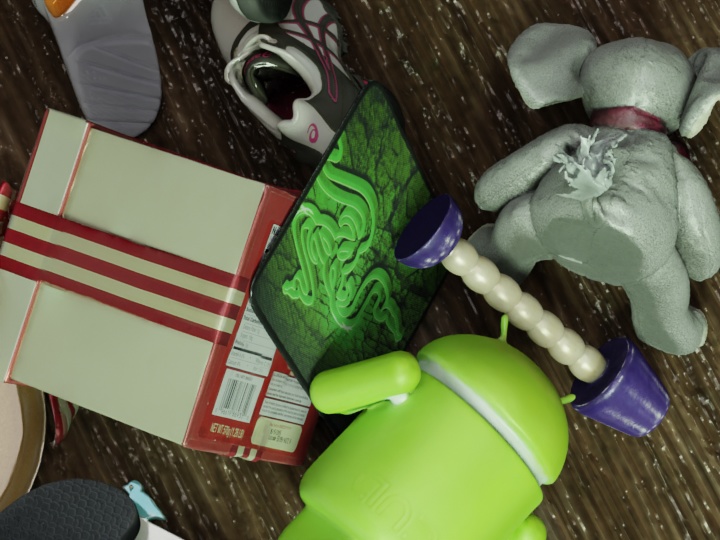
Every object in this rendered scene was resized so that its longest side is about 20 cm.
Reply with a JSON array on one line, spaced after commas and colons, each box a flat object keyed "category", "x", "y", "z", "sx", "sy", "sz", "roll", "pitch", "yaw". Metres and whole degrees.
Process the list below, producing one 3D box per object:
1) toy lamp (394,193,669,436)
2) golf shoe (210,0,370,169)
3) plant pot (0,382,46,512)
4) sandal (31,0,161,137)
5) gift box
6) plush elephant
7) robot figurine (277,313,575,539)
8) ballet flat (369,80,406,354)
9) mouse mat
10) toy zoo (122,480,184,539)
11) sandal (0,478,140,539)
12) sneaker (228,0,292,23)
[{"category": "toy lamp", "x": 0.111, "y": 0.032, "z": 1.573, "sx": 0.200, "sy": 0.058, "sz": 0.058, "roll": 40, "pitch": 81, "yaw": -20}, {"category": "golf shoe", "x": -0.049, "y": -0.133, "z": 1.597, "sx": 0.077, "sy": 0.088, "sz": 0.200, "roll": -51, "pitch": 47, "yaw": 13}, {"category": "plant pot", "x": -0.297, "y": 0.100, "z": 1.623, "sx": 0.198, "sy": 0.027, "sz": 0.202, "roll": 0, "pitch": 78, "yaw": 1}, {"category": "sandal", "x": -0.182, "y": -0.183, "z": 1.632, "sx": 0.079, "sy": 0.059, "sz": 0.208, "roll": -22, "pitch": 117, "yaw": -26}, {"category": "gift box", "x": -0.128, "y": 0.022, "z": 1.529, "sx": 0.186, "sy": 0.184, "sz": 0.201, "roll": 20, "pitch": 86, "yaw": 27}, {"category": "plush elephant", "x": 0.161, "y": -0.074, "z": 1.581, "sx": 0.164, "sy": 0.201, "sz": 0.156, "roll": 18, "pitch": 61, "yaw": 13}, {"category": "robot figurine", "x": 0.044, "y": 0.123, "z": 1.529, "sx": 0.200, "sy": 0.115, "sz": 0.176, "roll": -46, "pitch": 121, "yaw": -11}, {"category": "ballet flat", "x": -0.004, "y": -0.026, "z": 1.615, "sx": 0.067, "sy": 0.068, "sz": 0.202, "roll": -1, "pitch": 79, "yaw": 0}, {"category": "mouse mat", "x": 0.000, "y": 0.000, "z": 1.540, "sx": 0.007, "sy": 0.200, "sz": 0.162, "roll": 17, "pitch": 67, "yaw": 29}, {"category": "toy zoo", "x": -0.168, "y": 0.229, "z": 1.594, "sx": 0.130, "sy": 0.020, "sz": 0.202, "roll": 14, "pitch": 79, "yaw": 5}, {"category": "sandal", "x": -0.221, "y": 0.202, "z": 1.569, "sx": 0.200, "sy": 0.043, "sz": 0.076, "roll": -39, "pitch": 56, "yaw": -7}, {"category": "sneaker", "x": -0.094, "y": -0.203, "z": 1.603, "sx": 0.107, "sy": 0.202, "sz": 0.068, "roll": 2, "pitch": 113, "yaw": 8}]
